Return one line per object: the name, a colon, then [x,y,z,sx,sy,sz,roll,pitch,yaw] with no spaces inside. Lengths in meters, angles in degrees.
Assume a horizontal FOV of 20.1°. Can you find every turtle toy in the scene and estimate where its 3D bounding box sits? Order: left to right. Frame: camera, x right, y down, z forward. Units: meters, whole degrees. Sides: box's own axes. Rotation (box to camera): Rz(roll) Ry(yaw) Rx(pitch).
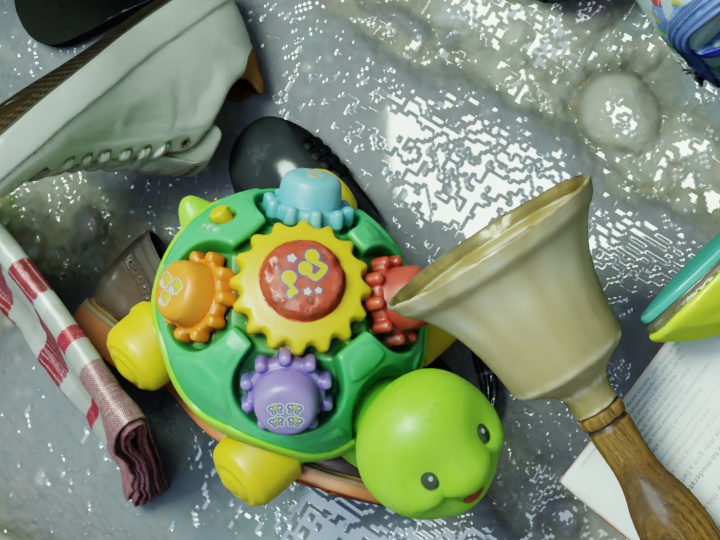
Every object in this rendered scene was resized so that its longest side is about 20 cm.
turtle toy: [-0.015,0.036,0.939,0.146,0.101,0.200,-41,80,-19]

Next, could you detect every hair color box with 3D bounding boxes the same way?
hair color box: [0.205,0.117,0.925,0.200,0.064,0.111,39,96,19]

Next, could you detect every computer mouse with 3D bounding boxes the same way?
computer mouse: [0.000,0.000,1.022,0.059,0.034,0.200,-44,74,9]

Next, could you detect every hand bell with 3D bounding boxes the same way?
hand bell: [0.108,0.070,0.884,0.104,0.104,0.200,-31,95,13]

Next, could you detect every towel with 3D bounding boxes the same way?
towel: [-0.165,0.022,1.020,0.023,0.144,0.200,-34,73,-13]

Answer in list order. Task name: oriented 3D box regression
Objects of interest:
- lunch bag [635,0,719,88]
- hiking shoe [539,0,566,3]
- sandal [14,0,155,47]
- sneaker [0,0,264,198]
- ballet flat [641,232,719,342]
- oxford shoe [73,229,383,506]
lunch bag: [0.211,-0.166,0.899,0.200,0.161,0.083,-35,75,12]
hiking shoe: [0.152,-0.197,0.970,0.200,0.087,0.074,-41,73,35]
sandal: [-0.102,-0.178,1.068,0.200,0.045,0.075,-27,76,15]
sneaker: [-0.116,-0.070,0.995,0.073,0.200,0.085,-11,113,49]
ballet flat: [0.209,-0.026,0.911,0.067,0.067,0.200,43,70,1]
oxford shoe: [-0.055,0.049,1.017,0.200,0.071,0.073,32,91,19]
